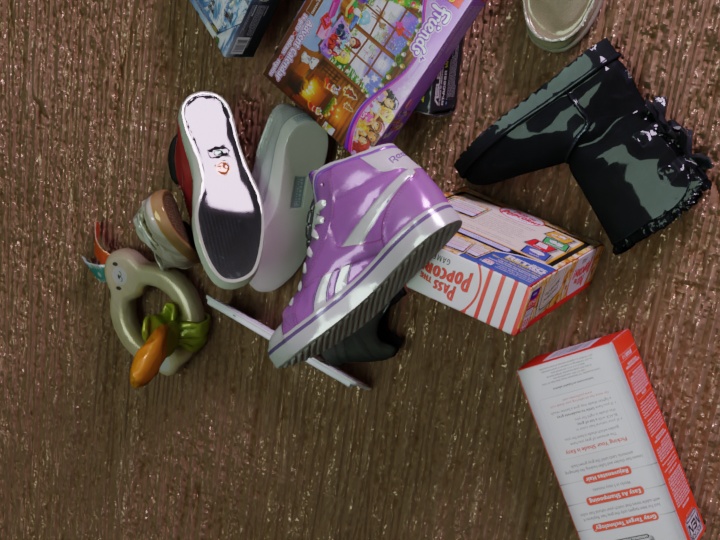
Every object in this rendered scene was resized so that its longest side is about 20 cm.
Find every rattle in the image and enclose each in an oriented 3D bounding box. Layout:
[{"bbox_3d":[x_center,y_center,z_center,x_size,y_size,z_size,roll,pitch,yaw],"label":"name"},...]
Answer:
[{"bbox_3d":[-0.278,0.040,1.220,0.200,0.143,0.130,48,137,5],"label":"rattle"}]

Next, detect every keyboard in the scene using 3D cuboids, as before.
[{"bbox_3d":[-0.078,0.077,1.160,0.199,0.056,0.011,29,93,22],"label":"keyboard"}]

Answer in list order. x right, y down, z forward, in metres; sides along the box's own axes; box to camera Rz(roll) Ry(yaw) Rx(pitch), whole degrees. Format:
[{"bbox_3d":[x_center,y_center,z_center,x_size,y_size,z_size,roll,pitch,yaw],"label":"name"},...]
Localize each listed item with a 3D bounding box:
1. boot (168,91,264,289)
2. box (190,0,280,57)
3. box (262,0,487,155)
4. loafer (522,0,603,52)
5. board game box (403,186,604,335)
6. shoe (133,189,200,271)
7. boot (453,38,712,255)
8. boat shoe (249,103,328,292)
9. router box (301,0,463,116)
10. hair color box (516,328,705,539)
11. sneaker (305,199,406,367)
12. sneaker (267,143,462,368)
[{"bbox_3d":[-0.156,-0.067,1.134,0.144,0.072,0.201,140,120,-67],"label":"boot"},{"bbox_3d":[-0.111,-0.328,1.057,0.137,0.040,0.200,58,135,25],"label":"box"},{"bbox_3d":[0.013,-0.217,0.982,0.137,0.039,0.200,42,117,14],"label":"box"},{"bbox_3d":[0.180,-0.288,0.930,0.075,0.068,0.201,20,110,24],"label":"loafer"},{"bbox_3d":[0.111,-0.016,0.950,0.151,0.200,0.047,25,112,23],"label":"board game box"},{"bbox_3d":[-0.202,-0.032,1.127,0.053,0.200,0.070,-24,81,-4],"label":"shoe"},{"bbox_3d":[0.198,-0.088,0.964,0.198,0.073,0.163,-37,85,29],"label":"boot"},{"bbox_3d":[-0.089,-0.076,1.131,0.069,0.072,0.201,45,134,46],"label":"boat shoe"},{"bbox_3d":[0.023,-0.256,1.028,0.149,0.062,0.201,13,107,27],"label":"router box"},{"bbox_3d":[0.231,0.166,1.002,0.101,0.061,0.201,-20,89,31],"label":"hair color box"},{"bbox_3d":[0.000,0.000,1.098,0.090,0.076,0.201,0,110,23],"label":"sneaker"},{"bbox_3d":[-0.021,-0.016,0.873,0.200,0.073,0.114,-44,75,19],"label":"sneaker"}]
